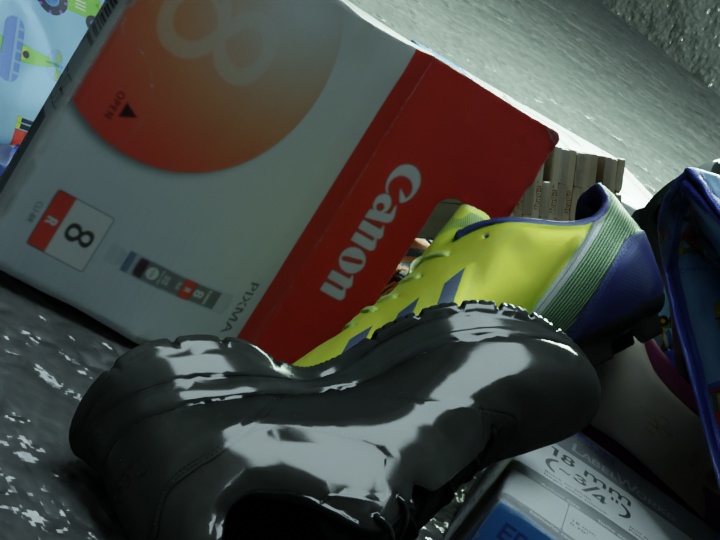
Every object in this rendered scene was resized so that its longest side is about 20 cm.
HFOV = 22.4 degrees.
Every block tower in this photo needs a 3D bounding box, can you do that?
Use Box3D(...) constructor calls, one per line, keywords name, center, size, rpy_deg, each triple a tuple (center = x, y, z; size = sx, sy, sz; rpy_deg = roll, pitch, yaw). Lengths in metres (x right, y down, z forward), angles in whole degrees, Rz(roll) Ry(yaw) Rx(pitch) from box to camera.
Box3D(name="block tower", center=(0.069, -0.038, 0.884), size=(0.058, 0.054, 0.200), rpy_deg=(7, 3, 29))

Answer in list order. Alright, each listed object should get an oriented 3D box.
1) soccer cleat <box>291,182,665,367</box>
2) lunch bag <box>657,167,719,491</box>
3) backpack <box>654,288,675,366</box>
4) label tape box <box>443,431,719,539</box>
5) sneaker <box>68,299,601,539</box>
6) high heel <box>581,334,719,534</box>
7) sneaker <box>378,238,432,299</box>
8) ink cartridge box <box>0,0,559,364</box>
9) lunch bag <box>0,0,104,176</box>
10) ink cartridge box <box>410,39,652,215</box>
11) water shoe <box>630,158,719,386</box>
Box3D(name="soccer cleat", center=(0.036, 0.020, 0.757), size=(0.199, 0.065, 0.084), rpy_deg=(-19, 84, -25))
Box3D(name="lunch bag", center=(0.199, 0.045, 0.742), size=(0.150, 0.094, 0.201), rpy_deg=(9, 48, -41))
Box3D(name="backpack", center=(0.237, 0.067, 1.021), size=(0.182, 0.134, 0.201), rpy_deg=(-5, 85, -71))
Box3D(name="label tape box", center=(0.110, 0.126, 0.746), size=(0.144, 0.063, 0.200), rpy_deg=(36, 16, 3))
Box3D(name="sneaker", center=(0.003, 0.069, 0.635), size=(0.199, 0.076, 0.091), rpy_deg=(-9, 49, -25))
Box3D(name="high heel", center=(0.126, 0.072, 0.833), size=(0.200, 0.067, 0.096), rpy_deg=(46, -12, 33))
Box3D(name="sneaker", center=(0.000, 0.000, 0.873), size=(0.199, 0.078, 0.112), rpy_deg=(32, 14, -8))
Box3D(name="ink cartridge box", center=(-0.033, -0.032, 0.744), size=(0.199, 0.163, 0.050), rpy_deg=(30, 10, -18))
Box3D(name="lunch bag", center=(-0.165, -0.115, 0.810), size=(0.150, 0.094, 0.201), rpy_deg=(21, 41, -35))
Box3D(name="ink cartridge box", center=(0.111, -0.059, 1.265), size=(0.199, 0.085, 0.146), rpy_deg=(25, 18, -28))
Box3D(name="water shoe", center=(0.193, 0.047, 0.840), size=(0.071, 0.079, 0.201), rpy_deg=(-16, 78, -44))
